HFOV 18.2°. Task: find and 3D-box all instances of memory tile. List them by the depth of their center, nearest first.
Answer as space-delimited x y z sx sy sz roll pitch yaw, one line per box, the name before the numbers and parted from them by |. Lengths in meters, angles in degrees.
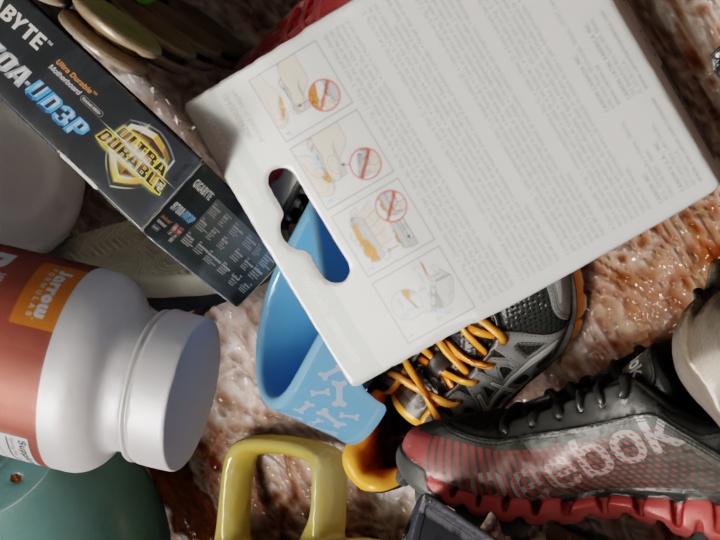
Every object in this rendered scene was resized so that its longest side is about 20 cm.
memory tile | -0.137 -0.146 1.122 0.153 0.200 0.017 38 101 7

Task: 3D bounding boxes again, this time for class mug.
mug | -0.043 0.207 1.321 0.153 0.187 0.149 2 150 50

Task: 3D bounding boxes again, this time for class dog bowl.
dog bowl | 0.000 0.000 1.138 0.049 0.112 0.200 13 132 -20

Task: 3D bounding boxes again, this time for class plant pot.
plant pot | -0.220 0.134 1.325 0.200 0.201 0.161 32 153 23

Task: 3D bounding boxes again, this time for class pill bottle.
pill bottle | -0.183 0.045 1.216 0.200 0.112 0.112 12 125 13
pill bottle | -0.265 -0.041 1.350 0.200 0.113 0.113 -15 105 45

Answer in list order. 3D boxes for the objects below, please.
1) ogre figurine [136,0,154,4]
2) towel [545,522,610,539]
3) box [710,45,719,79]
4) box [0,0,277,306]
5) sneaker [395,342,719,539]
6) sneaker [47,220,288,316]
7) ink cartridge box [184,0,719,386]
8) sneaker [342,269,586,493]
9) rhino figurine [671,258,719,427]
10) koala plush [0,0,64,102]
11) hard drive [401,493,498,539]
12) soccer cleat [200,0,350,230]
ogre figurine | -0.074 -0.188 1.086 0.200 0.120 0.098 26 130 27
towel | 0.162 0.239 1.221 0.146 0.022 0.200 19 125 32
box | 0.270 -0.066 0.916 0.200 0.048 0.193 52 139 2
box | -0.123 -0.066 1.127 0.159 0.046 0.200 43 179 16
sneaker | 0.115 0.079 1.100 0.200 0.071 0.098 3 109 14
sneaker | -0.109 0.015 1.290 0.200 0.075 0.085 -9 130 39
ink cartridge box | 0.044 -0.062 1.047 0.200 0.047 0.160 -30 96 15
sneaker | 0.050 0.047 1.156 0.078 0.077 0.200 40 134 17
rhino figurine | 0.212 0.083 1.029 0.060 0.087 0.200 -32 92 48
koala plush | -0.274 -0.157 1.251 0.200 0.177 0.184 -17 113 42
hard drive | 0.073 0.179 1.137 0.135 0.042 0.200 33 166 11
soccer cleat | -0.027 -0.104 1.137 0.073 0.068 0.200 40 139 10
